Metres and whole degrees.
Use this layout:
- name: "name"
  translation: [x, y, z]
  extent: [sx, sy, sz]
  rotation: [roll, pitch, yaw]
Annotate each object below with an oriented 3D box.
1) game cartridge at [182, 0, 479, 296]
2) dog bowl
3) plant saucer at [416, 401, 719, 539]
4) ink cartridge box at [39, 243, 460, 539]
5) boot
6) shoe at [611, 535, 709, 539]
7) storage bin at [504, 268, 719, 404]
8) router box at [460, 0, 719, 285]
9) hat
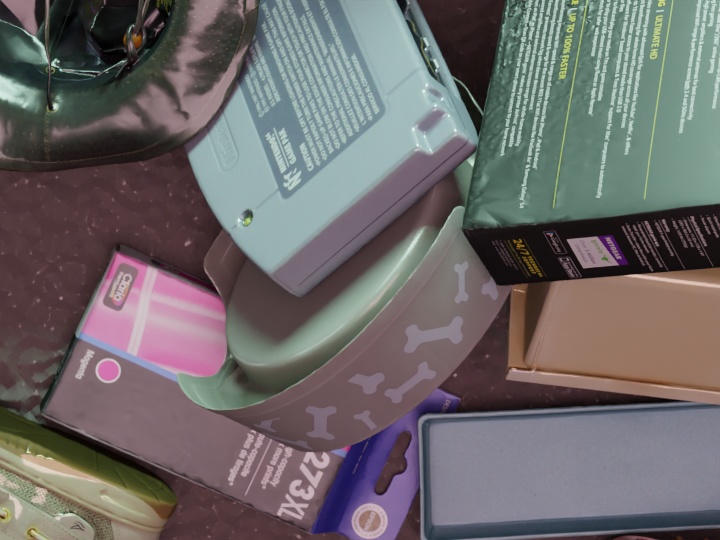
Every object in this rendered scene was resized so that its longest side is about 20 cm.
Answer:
- name: "game cartridge"
  translation: [-0.025, -0.085, 1.362]
  extent: [0.133, 0.200, 0.041]
  rotation: [-36, 134, 16]
- name: "dog bowl"
  translation: [0.000, 0.000, 1.365]
  extent: [0.200, 0.200, 0.059]
  rotation: [-46, 117, 5]
- name: "plant saucer"
  translation: [0.128, 0.102, 1.482]
  extent: [0.199, 0.019, 0.070]
  rotation: [-3, 100, -5]
- name: "ink cartridge box"
  translation: [-0.055, 0.070, 1.465]
  extent: [0.200, 0.037, 0.095]
  rotation: [24, 96, -9]
- name: "boot"
  translation: [-0.212, 0.143, 1.451]
  extent: [0.200, 0.072, 0.155]
  rotation: [23, 100, -7]
- name: "shoe"
  translation: [0.175, 0.165, 1.452]
  extent: [0.091, 0.071, 0.200]
  rotation: [43, 118, -7]
- name: "storage bin"
  translation: [0.179, -0.042, 1.386]
  extent: [0.199, 0.094, 0.199]
  rotation: [7, 55, -4]
- name: "router box"
  translation: [0.135, -0.093, 1.289]
  extent: [0.149, 0.200, 0.051]
  rotation: [-5, 145, 26]
- name: "hat"
  translation: [-0.143, -0.143, 1.398]
  extent: [0.200, 0.081, 0.201]
  rotation: [1, 101, 6]
